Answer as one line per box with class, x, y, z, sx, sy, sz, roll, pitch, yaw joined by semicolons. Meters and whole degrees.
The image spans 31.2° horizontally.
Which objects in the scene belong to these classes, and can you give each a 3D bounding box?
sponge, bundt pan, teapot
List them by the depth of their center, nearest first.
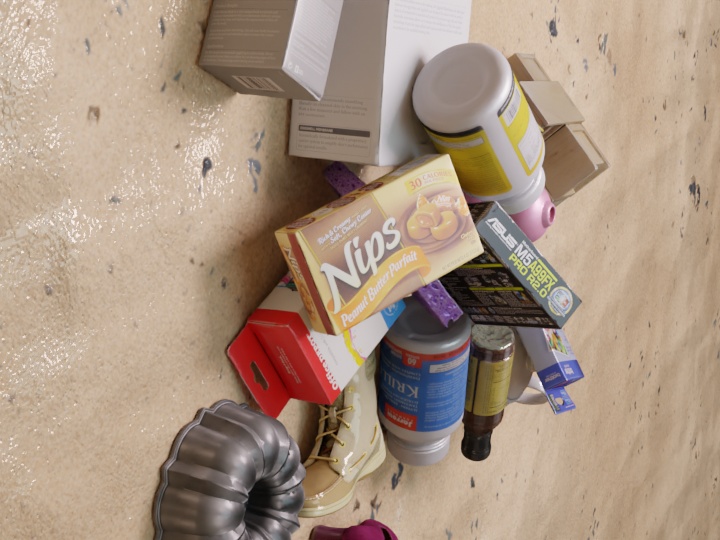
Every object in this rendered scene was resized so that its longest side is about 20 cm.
bundt pan;-0.123;0.239;1.325;0.201;0.075;0.205;-21;114;-56
sponge;0.036;-0.030;1.456;0.030;0.112;0.201;-39;119;-3
teapot;0.177;0.117;1.751;0.199;0.144;0.200;-27;120;-56

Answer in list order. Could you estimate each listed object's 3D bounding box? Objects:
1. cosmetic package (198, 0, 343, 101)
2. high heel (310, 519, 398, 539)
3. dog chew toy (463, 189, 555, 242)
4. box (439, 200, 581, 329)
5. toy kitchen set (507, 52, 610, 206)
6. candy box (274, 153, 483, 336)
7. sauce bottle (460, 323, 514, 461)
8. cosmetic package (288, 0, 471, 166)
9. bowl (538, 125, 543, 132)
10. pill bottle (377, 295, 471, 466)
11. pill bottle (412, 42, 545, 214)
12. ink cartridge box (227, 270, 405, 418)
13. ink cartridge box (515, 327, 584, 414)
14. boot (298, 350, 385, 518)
cosmetic package;-0.077;-0.278;1.261;0.090;0.106;0.202;30;72;-57
high heel;0.024;0.346;1.582;0.199;0.095;0.068;19;80;-60
dog chew toy;0.146;-0.078;1.598;0.124;0.198;0.126;-21;115;-56
box;0.144;-0.004;1.489;0.044;0.200;0.160;-47;106;-17
toy kitchen set;0.212;-0.176;1.820;0.201;0.180;0.163;57;26;9
candy box;0.022;-0.029;1.340;0.199;0.055;0.117;-28;105;-23
sauce bottle;0.156;0.158;1.647;0.065;0.064;0.202;-46;150;-46
cosmetic package;0.025;-0.223;1.431;0.199;0.122;0.203;-8;105;-59
bowl;0.122;-0.205;1.592;0.094;0.201;0.200;-48;151;10
pill bottle;0.077;0.141;1.600;0.112;0.111;0.202;-44;143;-48
pill bottle;0.139;-0.148;1.417;0.200;0.111;0.113;53;52;-52
ink cartridge box;-0.045;0.061;1.396;0.200;0.067;0.117;-52;128;-33
ink cartridge box;0.241;0.088;1.695;0.119;0.042;0.202;7;60;-69
boot;-0.032;0.179;1.471;0.200;0.072;0.158;-32;124;-56
